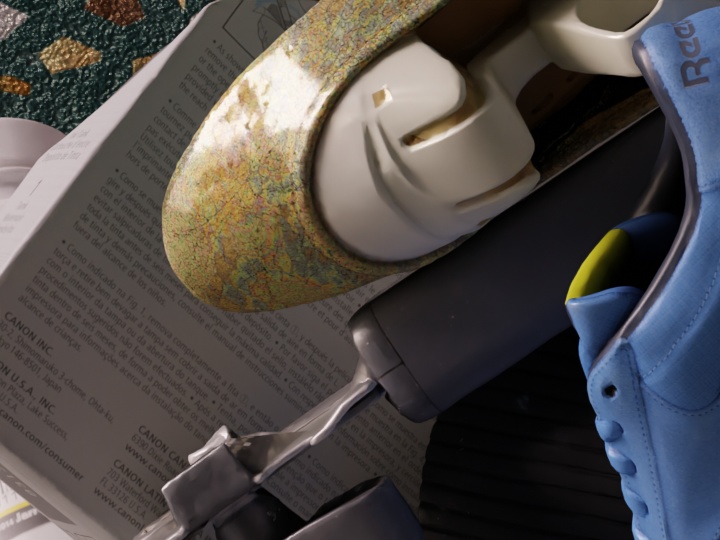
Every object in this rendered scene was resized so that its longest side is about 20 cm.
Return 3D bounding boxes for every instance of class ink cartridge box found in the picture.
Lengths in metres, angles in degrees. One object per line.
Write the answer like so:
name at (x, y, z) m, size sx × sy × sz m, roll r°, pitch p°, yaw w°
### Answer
ink cartridge box at (-0.013, 0.001, 0.663) m, size 0.200 × 0.161 × 0.050 m, roll -55°, pitch 24°, yaw -18°

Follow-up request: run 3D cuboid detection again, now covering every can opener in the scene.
can opener at (0.028, 0.030, 0.580) m, size 0.067 × 0.200 × 0.053 m, roll 56°, pitch -171°, yaw -1°

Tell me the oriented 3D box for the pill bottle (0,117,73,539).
pill bottle at (-0.113, 0.045, 0.817) m, size 0.112 × 0.111 × 0.201 m, roll 101°, pitch 155°, yaw -50°

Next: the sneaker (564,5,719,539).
sneaker at (0.079, 0.032, 0.536) m, size 0.066 × 0.078 × 0.201 m, roll -100°, pitch 13°, yaw -60°

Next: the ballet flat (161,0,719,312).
ballet flat at (0.041, -0.050, 0.536) m, size 0.071 × 0.200 × 0.071 m, roll 55°, pitch -179°, yaw -2°

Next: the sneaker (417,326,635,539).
sneaker at (0.072, 0.015, 0.635) m, size 0.088 × 0.074 × 0.201 m, roll 34°, pitch -109°, yaw -70°
